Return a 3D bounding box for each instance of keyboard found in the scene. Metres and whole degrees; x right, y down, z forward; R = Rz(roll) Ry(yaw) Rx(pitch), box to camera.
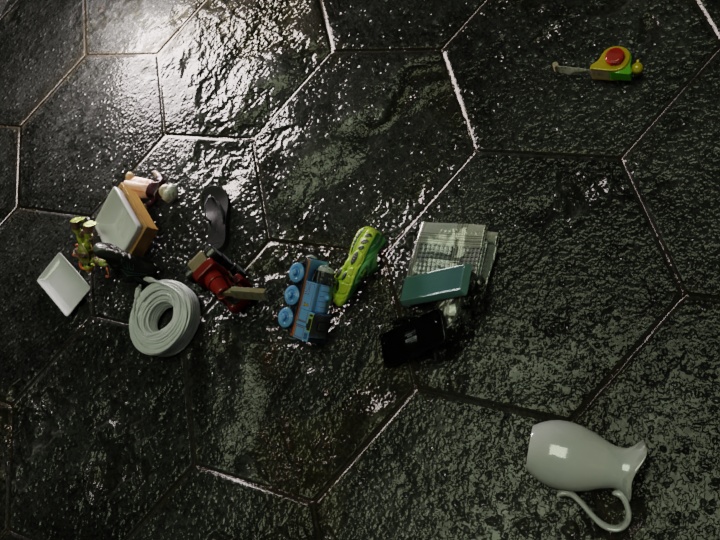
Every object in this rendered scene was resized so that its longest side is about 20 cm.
[{"bbox_3d":[0.119,0.135,1.568,0.199,0.039,0.106,-28,61,44],"label":"keyboard"}]

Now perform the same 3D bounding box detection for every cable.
[{"bbox_3d":[-0.505,0.123,1.878,0.197,0.069,0.203,6,71,26],"label":"cable"}]

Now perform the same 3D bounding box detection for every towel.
[{"bbox_3d":[0.200,-0.014,1.627,0.197,0.035,0.195,8,72,27],"label":"towel"}]

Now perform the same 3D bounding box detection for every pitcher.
[{"bbox_3d":[0.400,0.369,1.326,0.197,0.121,0.175,10,87,17],"label":"pitcher"}]

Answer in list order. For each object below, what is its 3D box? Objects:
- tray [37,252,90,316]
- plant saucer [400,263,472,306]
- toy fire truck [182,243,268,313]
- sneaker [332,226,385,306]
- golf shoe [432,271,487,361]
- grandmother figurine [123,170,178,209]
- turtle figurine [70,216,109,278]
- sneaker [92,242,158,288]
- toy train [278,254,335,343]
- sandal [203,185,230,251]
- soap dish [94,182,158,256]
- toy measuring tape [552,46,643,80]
[{"bbox_3d":[-0.849,0.041,2.103,0.199,0.022,0.108,37,86,33],"label":"tray"},{"bbox_3d":[0.156,0.030,1.557,0.199,0.019,0.071,-13,57,50],"label":"plant saucer"},{"bbox_3d":[-0.301,0.044,1.753,0.128,0.176,0.200,-42,58,1],"label":"toy fire truck"},{"bbox_3d":[0.000,0.000,1.691,0.202,0.083,0.074,-61,37,12],"label":"sneaker"},{"bbox_3d":[0.195,0.092,1.554,0.094,0.077,0.203,34,103,49],"label":"golf shoe"},{"bbox_3d":[-0.598,-0.229,2.085,0.197,0.060,0.123,9,84,31],"label":"grandmother figurine"},{"bbox_3d":[-0.771,-0.063,2.042,0.198,0.064,0.164,24,124,39],"label":"turtle figurine"},{"bbox_3d":[-0.619,-0.010,1.916,0.075,0.199,0.080,33,92,41],"label":"sneaker"},{"bbox_3d":[-0.116,0.068,1.690,0.113,0.086,0.203,15,92,36],"label":"toy train"},{"bbox_3d":[-0.386,-0.148,1.957,0.075,0.043,0.203,-21,61,15],"label":"sandal"},{"bbox_3d":[-0.646,-0.120,2.022,0.158,0.081,0.201,-53,54,21],"label":"soap dish"},{"bbox_3d":[0.539,-0.472,1.652,0.197,0.074,0.075,15,75,29],"label":"toy measuring tape"}]
